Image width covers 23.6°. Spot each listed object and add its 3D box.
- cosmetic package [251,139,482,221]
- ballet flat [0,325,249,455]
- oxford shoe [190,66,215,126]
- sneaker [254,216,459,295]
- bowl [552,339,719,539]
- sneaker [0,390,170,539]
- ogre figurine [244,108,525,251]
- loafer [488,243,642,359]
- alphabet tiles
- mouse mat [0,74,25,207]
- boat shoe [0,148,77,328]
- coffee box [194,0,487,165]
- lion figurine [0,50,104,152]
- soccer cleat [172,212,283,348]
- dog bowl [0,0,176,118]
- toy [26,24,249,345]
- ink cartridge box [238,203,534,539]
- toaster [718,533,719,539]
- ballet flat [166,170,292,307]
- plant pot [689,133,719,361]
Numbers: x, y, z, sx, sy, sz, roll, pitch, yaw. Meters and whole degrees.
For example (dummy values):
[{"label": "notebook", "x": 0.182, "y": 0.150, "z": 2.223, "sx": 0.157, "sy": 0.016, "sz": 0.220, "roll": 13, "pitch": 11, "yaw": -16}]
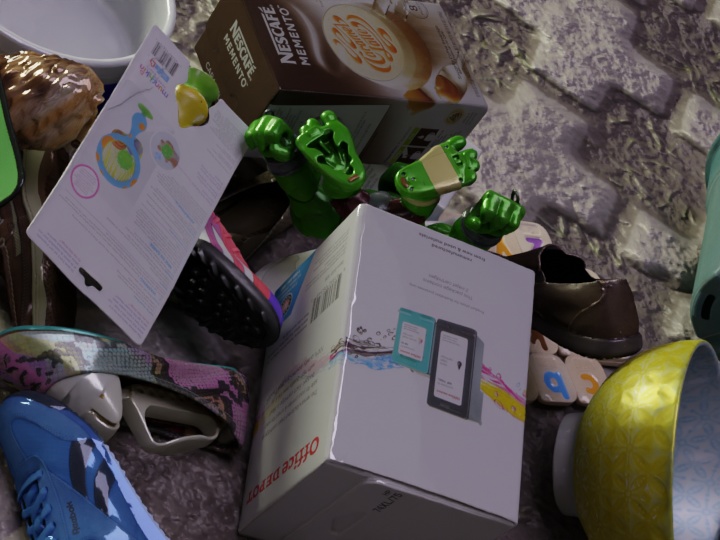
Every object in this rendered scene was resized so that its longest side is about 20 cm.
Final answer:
[{"label": "cosmetic package", "x": -0.011, "y": -0.111, "z": 1.441, "sx": 0.200, "sy": 0.085, "sz": 0.108, "roll": 37, "pitch": 40, "yaw": 0}, {"label": "ballet flat", "x": -0.155, "y": 0.088, "z": 1.160, "sx": 0.200, "sy": 0.069, "sz": 0.071, "roll": 16, "pitch": 47, "yaw": -37}, {"label": "oxford shoe", "x": -0.135, "y": -0.116, "z": 1.320, "sx": 0.084, "sy": 0.073, "sz": 0.200, "roll": 45, "pitch": 13, "yaw": 0}, {"label": "sneaker", "x": 0.000, "y": 0.000, "z": 1.344, "sx": 0.200, "sy": 0.081, "sz": 0.077, "roll": -13, "pitch": 61, "yaw": -32}, {"label": "bowl", "x": 0.209, "y": 0.151, "z": 1.317, "sx": 0.107, "sy": 0.200, "sz": 0.200, "roll": 1, "pitch": 34, "yaw": 23}, {"label": "sneaker", "x": -0.181, "y": 0.162, "z": 1.081, "sx": 0.078, "sy": 0.066, "sz": 0.200, "roll": -24, "pitch": 68, "yaw": -42}, {"label": "ogre figurine", "x": 0.014, "y": -0.048, "z": 1.264, "sx": 0.199, "sy": 0.120, "sz": 0.098, "roll": 2, "pitch": 60, "yaw": -2}, {"label": "loafer", "x": 0.151, "y": 0.010, "z": 1.369, "sx": 0.073, "sy": 0.071, "sz": 0.200, "roll": -9, "pitch": 20, "yaw": -38}, {"label": "alphabet tiles", "x": 0.136, "y": 0.034, "z": 1.464, "sx": 0.200, "sy": 0.015, "sz": 0.196, "roll": 6, "pitch": 49, "yaw": -32}, {"label": "mouse mat", "x": -0.307, "y": -0.091, "z": 1.172, "sx": 0.008, "sy": 0.161, "sz": 0.200, "roll": 39, "pitch": 27, "yaw": -54}, {"label": "boat shoe", "x": -0.244, "y": -0.023, "z": 1.219, "sx": 0.075, "sy": 0.075, "sz": 0.203, "roll": -9, "pitch": 53, "yaw": 1}, {"label": "coffee box", "x": -0.014, "y": -0.151, "z": 1.349, "sx": 0.200, "sy": 0.080, "sz": 0.115, "roll": 0, "pitch": 54, "yaw": -36}, {"label": "lion figurine", "x": -0.270, "y": -0.134, "z": 1.214, "sx": 0.200, "sy": 0.123, "sz": 0.072, "roll": 43, "pitch": 0, "yaw": 30}, {"label": "soccer cleat", "x": -0.120, "y": -0.021, "z": 1.250, "sx": 0.200, "sy": 0.068, "sz": 0.073, "roll": 37, "pitch": 45, "yaw": 22}, {"label": "dog bowl", "x": -0.252, "y": -0.209, "z": 1.366, "sx": 0.200, "sy": 0.079, "sz": 0.200, "roll": 20, "pitch": 43, "yaw": -20}, {"label": "toy", "x": -0.156, "y": -0.059, "z": 1.183, "sx": 0.115, "sy": 0.047, "sz": 0.200, "roll": 48, "pitch": 52, "yaw": -30}, {"label": "ink cartridge box", "x": 0.019, "y": 0.091, "z": 1.199, "sx": 0.146, "sy": 0.147, "sz": 0.200, "roll": 21, "pitch": 56, "yaw": -19}, {"label": "toaster", "x": 0.349, "y": 0.237, "z": 1.332, "sx": 0.129, "sy": 0.113, "sz": 0.200, "roll": 54, "pitch": 36, "yaw": -20}, {"label": "ballet flat", "x": -0.095, "y": -0.034, "z": 1.336, "sx": 0.067, "sy": 0.046, "sz": 0.200, "roll": 45, "pitch": 44, "yaw": 8}, {"label": "plant pot", "x": 0.394, "y": -0.015, "z": 1.572, "sx": 0.200, "sy": 0.200, "sz": 0.196, "roll": 32, "pitch": 49, "yaw": -6}]
